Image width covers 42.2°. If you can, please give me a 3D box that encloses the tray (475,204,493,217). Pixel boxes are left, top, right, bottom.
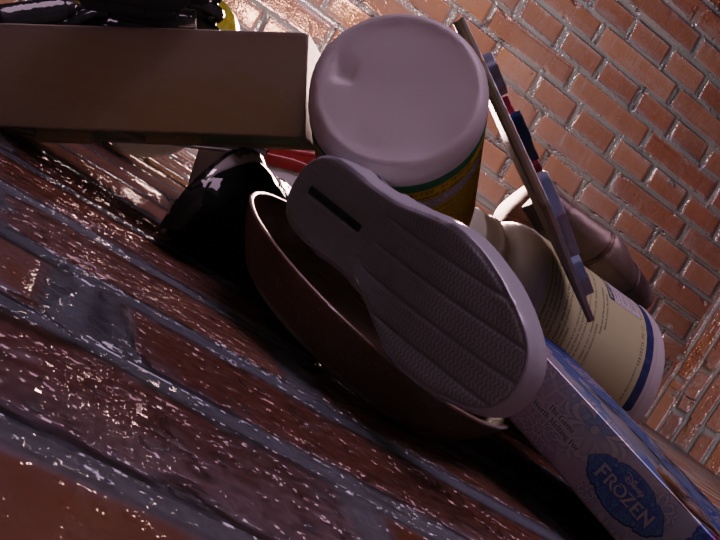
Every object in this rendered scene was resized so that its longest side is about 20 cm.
[{"bbox_3d":[0.108,0.019,0.916,0.098,0.037,0.202,31,42,-22],"label":"tray"}]

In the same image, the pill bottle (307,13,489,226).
[{"bbox_3d":[0.026,-0.068,0.635,0.112,0.113,0.201,33,-17,15],"label":"pill bottle"}]

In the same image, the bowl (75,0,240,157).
[{"bbox_3d":[-0.205,-0.176,0.904,0.199,0.197,0.110,27,48,-60],"label":"bowl"}]

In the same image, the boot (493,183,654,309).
[{"bbox_3d":[0.207,-0.018,0.914,0.146,0.070,0.200,47,4,-5],"label":"boot"}]

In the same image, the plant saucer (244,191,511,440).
[{"bbox_3d":[0.004,0.032,0.546,0.199,0.035,0.200,39,9,-8],"label":"plant saucer"}]

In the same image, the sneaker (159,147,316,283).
[{"bbox_3d":[-0.058,-0.022,0.630,0.088,0.076,0.200,45,10,11],"label":"sneaker"}]

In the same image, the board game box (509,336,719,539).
[{"bbox_3d":[0.158,0.117,0.578,0.199,0.043,0.199,48,9,26],"label":"board game box"}]

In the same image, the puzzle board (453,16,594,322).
[{"bbox_3d":[0.121,-0.064,0.649,0.200,0.017,0.153,47,21,-59],"label":"puzzle board"}]

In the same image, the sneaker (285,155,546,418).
[{"bbox_3d":[0.036,0.002,0.478,0.070,0.074,0.200,23,19,-42],"label":"sneaker"}]

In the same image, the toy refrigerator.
[{"bbox_3d":[-0.127,-0.113,0.604,0.196,0.072,0.076,3,2,4],"label":"toy refrigerator"}]

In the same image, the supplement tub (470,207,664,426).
[{"bbox_3d":[0.138,0.051,0.780,0.198,0.146,0.145,32,3,-21],"label":"supplement tub"}]

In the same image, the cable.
[{"bbox_3d":[-0.187,-0.178,0.606,0.196,0.052,0.163,2,1,-17],"label":"cable"}]

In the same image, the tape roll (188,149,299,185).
[{"bbox_3d":[-0.051,-0.073,0.833,0.197,0.067,0.201,21,28,-11],"label":"tape roll"}]

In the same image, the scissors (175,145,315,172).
[{"bbox_3d":[-0.087,-0.099,0.763,0.197,0.014,0.074,9,33,-28],"label":"scissors"}]
